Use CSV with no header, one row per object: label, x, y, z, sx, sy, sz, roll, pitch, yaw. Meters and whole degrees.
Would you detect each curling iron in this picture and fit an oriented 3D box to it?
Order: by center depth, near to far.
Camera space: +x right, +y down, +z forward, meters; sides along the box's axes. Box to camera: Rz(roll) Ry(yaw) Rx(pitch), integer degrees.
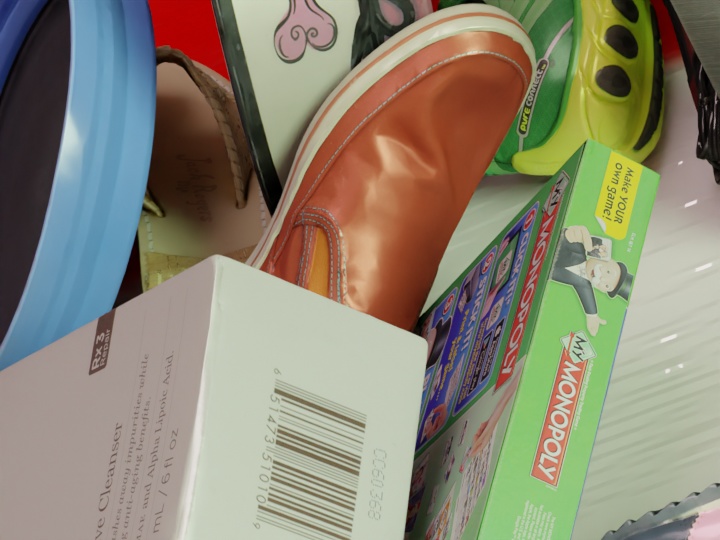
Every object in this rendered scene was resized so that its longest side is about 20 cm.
curling iron,0.120,-0.118,0.891,0.026,0.050,0.200,3,56,-17

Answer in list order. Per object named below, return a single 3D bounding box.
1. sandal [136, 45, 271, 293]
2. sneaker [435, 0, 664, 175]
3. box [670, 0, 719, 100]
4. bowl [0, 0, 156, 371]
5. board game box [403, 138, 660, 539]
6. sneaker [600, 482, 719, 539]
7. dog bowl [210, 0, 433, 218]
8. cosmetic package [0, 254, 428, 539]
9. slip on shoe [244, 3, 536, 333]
sandal,-0.069,-0.050,0.950,0.078,0.070,0.212,-11,41,-8
sneaker,0.068,-0.117,0.931,0.084,0.074,0.200,-12,46,21
box,0.172,-0.091,0.736,0.158,0.200,0.048,-1,48,33
bowl,-0.132,-0.035,0.945,0.201,0.039,0.201,-33,51,54
board game box,0.029,0.073,0.757,0.135,0.029,0.200,-47,20,54
sneaker,0.126,0.097,0.700,0.200,0.070,0.082,-27,69,27
dog bowl,-0.016,-0.119,0.910,0.074,0.200,0.200,-11,44,2
cosmetic package,-0.072,0.082,0.771,0.200,0.081,0.113,-27,48,48
slip on shoe,0.000,0.000,0.846,0.200,0.074,0.061,-55,45,11
